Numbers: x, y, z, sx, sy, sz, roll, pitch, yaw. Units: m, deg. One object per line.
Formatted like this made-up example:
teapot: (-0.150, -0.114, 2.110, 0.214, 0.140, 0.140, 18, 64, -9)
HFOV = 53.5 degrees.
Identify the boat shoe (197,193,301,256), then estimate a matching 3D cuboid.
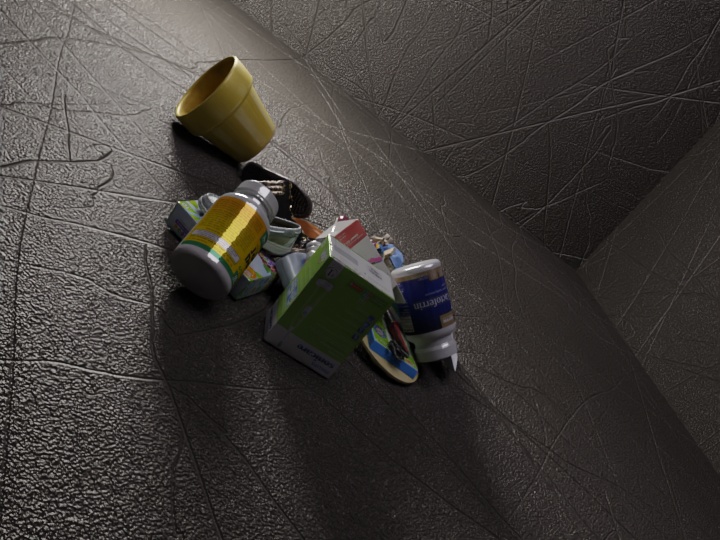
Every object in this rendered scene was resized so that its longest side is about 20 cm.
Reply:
boat shoe: (-0.207, -0.097, 1.336, 0.199, 0.065, 0.075, 28, 22, -22)

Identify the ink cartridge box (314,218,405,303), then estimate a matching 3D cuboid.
ink cartridge box: (0.000, 0.000, 1.463, 0.202, 0.067, 0.116, 58, -20, -13)

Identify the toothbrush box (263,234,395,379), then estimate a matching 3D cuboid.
toothbrush box: (-0.056, 0.065, 1.250, 0.144, 0.201, 0.087, 32, 20, -20)

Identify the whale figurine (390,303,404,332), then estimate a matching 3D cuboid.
whale figurine: (0.128, 0.097, 1.660, 0.200, 0.103, 0.160, 47, 20, -21)

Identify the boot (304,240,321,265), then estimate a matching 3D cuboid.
boot: (-0.037, 0.021, 1.402, 0.200, 0.072, 0.097, 43, 32, -39)

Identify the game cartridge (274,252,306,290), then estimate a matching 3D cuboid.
game cartridge: (-0.092, 0.034, 1.411, 0.199, 0.041, 0.136, 17, 51, -64)

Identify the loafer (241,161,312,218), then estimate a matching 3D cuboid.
loafer: (-0.188, -0.196, 1.699, 0.198, 0.074, 0.071, 37, 14, 12)

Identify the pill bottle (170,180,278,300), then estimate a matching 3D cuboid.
pill bottle: (-0.221, -0.058, 1.207, 0.112, 0.113, 0.202, 37, 51, -8)

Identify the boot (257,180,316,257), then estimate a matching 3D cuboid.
boot: (-0.150, -0.106, 1.474, 0.197, 0.155, 0.072, -4, 2, -43)

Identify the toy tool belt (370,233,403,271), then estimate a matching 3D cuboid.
toy tool belt: (0.061, -0.027, 1.770, 0.124, 0.123, 0.200, 41, 20, -1)

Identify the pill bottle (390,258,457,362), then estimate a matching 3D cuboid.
pill bottle: (0.140, 0.087, 1.536, 0.115, 0.113, 0.205, -24, 100, -68)

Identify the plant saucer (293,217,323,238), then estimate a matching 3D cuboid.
plant saucer: (-0.111, -0.053, 1.629, 0.198, 0.038, 0.201, 36, 20, -15)

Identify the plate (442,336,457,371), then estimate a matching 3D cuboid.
plate: (0.191, 0.125, 1.683, 0.200, 0.032, 0.205, -22, 100, -81)

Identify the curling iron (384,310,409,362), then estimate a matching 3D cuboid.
curling iron: (0.066, 0.117, 1.504, 0.049, 0.025, 0.202, 41, 19, -30)

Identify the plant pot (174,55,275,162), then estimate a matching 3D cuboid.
plant pot: (-0.310, -0.370, 1.712, 0.189, 0.199, 0.202, 48, 14, -33)

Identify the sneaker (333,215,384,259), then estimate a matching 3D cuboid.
sneaker: (0.008, -0.049, 1.599, 0.075, 0.089, 0.203, 27, 38, -58)

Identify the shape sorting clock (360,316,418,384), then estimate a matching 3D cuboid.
shape sorting clock: (0.052, 0.153, 1.505, 0.200, 0.039, 0.201, 43, 18, -17)

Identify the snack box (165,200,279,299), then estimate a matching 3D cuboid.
snack box: (-0.249, -0.044, 1.330, 0.200, 0.053, 0.142, 46, 21, 9)
